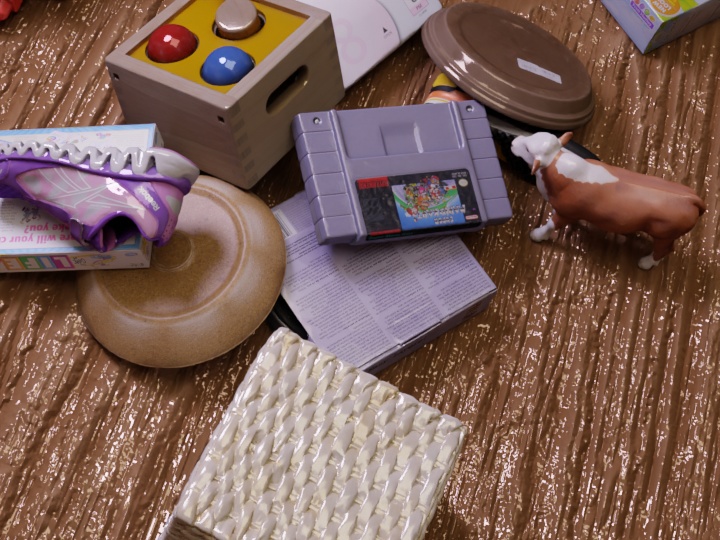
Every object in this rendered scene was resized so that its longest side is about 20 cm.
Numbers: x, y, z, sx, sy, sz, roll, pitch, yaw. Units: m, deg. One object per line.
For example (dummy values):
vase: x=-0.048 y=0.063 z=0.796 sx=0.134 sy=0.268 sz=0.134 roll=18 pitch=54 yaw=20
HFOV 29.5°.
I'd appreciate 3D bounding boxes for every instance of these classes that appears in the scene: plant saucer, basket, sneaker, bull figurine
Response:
plant saucer: x=-0.168 y=-0.010 z=1.246 sx=0.199 sy=0.035 sz=0.201 roll=-4 pitch=62 yaw=7
plant saucer: x=0.157 y=-0.216 z=1.406 sx=0.199 sy=0.030 sz=0.201 roll=20 pitch=35 yaw=-14
basket: x=-0.044 y=0.189 z=1.132 sx=0.198 sy=0.161 sz=0.201 roll=28 pitch=63 yaw=3
sneaker: x=0.165 y=-0.154 z=1.401 sx=0.199 sy=0.070 sz=0.090 roll=23 pitch=64 yaw=3
sneaker: x=-0.240 y=-0.061 z=1.186 sx=0.199 sy=0.080 sz=0.089 roll=4 pitch=81 yaw=14
bull figurine: x=0.233 y=-0.069 z=1.341 sx=0.199 sy=0.122 sz=0.065 roll=18 pitch=60 yaw=-2

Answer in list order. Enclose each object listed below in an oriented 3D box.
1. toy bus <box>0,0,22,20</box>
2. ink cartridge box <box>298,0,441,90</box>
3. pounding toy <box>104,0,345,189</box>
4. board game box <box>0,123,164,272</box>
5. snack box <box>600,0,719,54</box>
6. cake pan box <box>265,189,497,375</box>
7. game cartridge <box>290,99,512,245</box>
toy bus: x=-0.364 y=-0.357 z=1.380 sx=0.199 sy=0.136 sz=0.193 roll=26 pitch=77 yaw=5
ink cartridge box: x=-0.028 y=-0.305 z=1.408 sx=0.162 sy=0.057 sz=0.200 roll=-42 pitch=109 yaw=-26
pounding toy: x=-0.127 y=-0.217 z=1.310 sx=0.184 sy=0.143 sz=0.200 roll=24 pitch=56 yaw=29
board game box: x=-0.286 y=-0.066 z=1.253 sx=0.199 sy=0.034 sz=0.135 roll=-1 pitch=62 yaw=7
snack box: x=0.354 y=-0.358 z=1.546 sx=0.199 sy=0.068 sz=0.169 roll=-28 pitch=72 yaw=-21
cake pan box: x=0.000 y=0.000 z=1.300 sx=0.199 sy=0.052 sz=0.184 roll=-30 pitch=70 yaw=-24
game cartridge: x=0.042 y=-0.093 z=1.294 sx=0.199 sy=0.038 sz=0.130 roll=-8 pitch=71 yaw=-24
